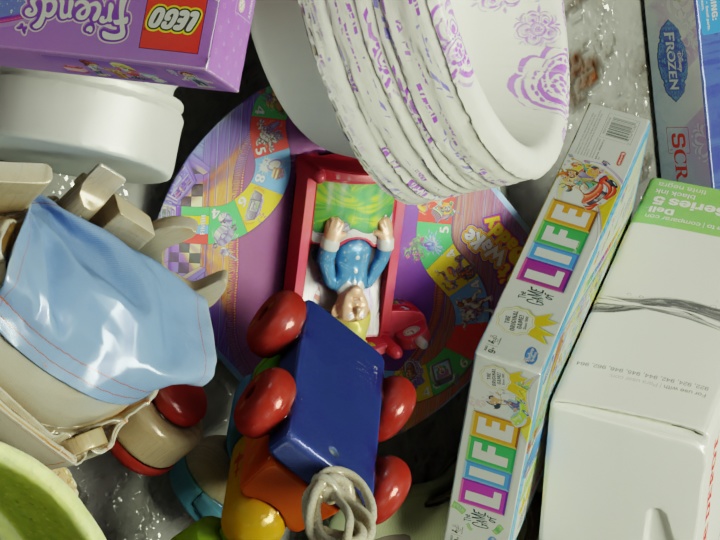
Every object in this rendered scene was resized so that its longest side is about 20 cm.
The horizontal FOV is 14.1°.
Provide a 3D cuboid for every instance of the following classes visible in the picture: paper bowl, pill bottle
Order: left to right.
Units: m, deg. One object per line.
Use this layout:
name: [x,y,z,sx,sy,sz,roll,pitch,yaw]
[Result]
pill bottle: [-0.113,-0.146,1.277,0.114,0.114,0.202,16,80,-43]
paper bowl: [0.016,-0.130,1.301,0.200,0.104,0.202,-12,90,-69]

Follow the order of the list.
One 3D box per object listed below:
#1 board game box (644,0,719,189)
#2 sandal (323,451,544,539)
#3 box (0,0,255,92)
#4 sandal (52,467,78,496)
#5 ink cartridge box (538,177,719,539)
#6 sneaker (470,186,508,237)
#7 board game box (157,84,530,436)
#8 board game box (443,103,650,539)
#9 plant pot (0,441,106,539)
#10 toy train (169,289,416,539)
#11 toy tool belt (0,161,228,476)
board game box: [0.246,-0.113,1.677,0.199,0.041,0.202,-15,102,-43]
sandal: [0.055,0.137,1.487,0.200,0.057,0.080,-17,104,-48]
box: [-0.133,-0.153,1.202,0.039,0.199,0.138,31,69,-68]
sandal: [-0.157,0.107,1.294,0.211,0.077,0.070,32,38,-47]
ink cartridge box: [0.157,0.071,1.495,0.200,0.083,0.146,-60,157,-49]
sneaker: [0.040,-0.097,1.460,0.091,0.077,0.201,-46,125,-41]
board game box: [0.000,0.000,1.392,0.158,0.039,0.200,-42,120,-3]
board game box: [0.094,0.030,1.456,0.200,0.034,0.135,-62,165,-46]
plant pot: [-0.220,0.158,1.137,0.200,0.184,0.202,-2,93,-43]
toy train: [-0.043,0.106,1.298,0.084,0.116,0.200,37,24,-16]
toy tool belt: [-0.115,0.020,1.252,0.199,0.123,0.125,26,37,-41]
